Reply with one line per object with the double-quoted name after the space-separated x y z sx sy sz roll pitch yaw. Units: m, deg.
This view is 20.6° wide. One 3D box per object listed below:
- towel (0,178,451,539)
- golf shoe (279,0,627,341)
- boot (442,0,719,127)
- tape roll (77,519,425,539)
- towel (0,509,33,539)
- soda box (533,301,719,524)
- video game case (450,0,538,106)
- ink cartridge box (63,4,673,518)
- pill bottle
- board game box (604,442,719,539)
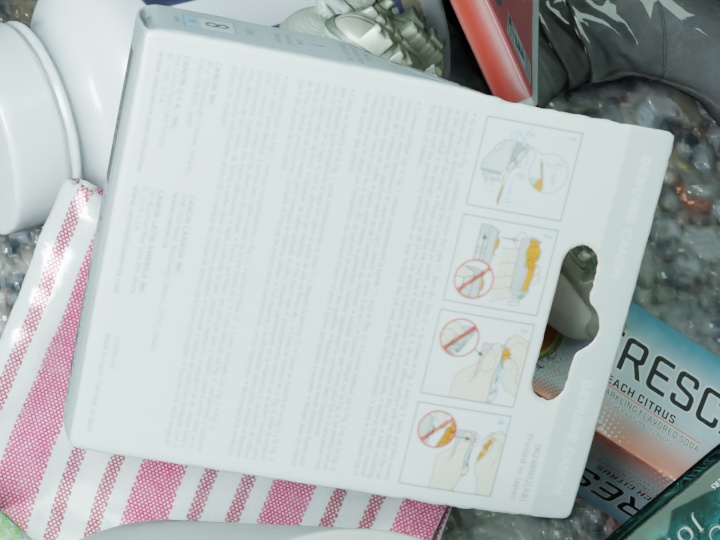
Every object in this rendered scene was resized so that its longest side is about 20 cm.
-0.051 0.063 0.787 0.198 0.030 0.148 20 95 -14 "towel"
0.026 -0.028 0.806 0.200 0.097 0.079 44 19 -25 "golf shoe"
0.124 -0.102 0.956 0.131 0.070 0.201 -30 74 -24 "boot"
-0.039 0.189 0.688 0.201 0.139 0.205 4 83 -34 "tape roll"
-0.154 0.156 0.715 0.200 0.031 0.150 44 59 -22 "towel"
0.119 0.064 0.878 0.199 0.064 0.069 33 61 -8 "soda box"
0.029 -0.179 0.795 0.143 0.017 0.201 -81 149 -56 "video game case"
0.000 0.000 0.739 0.198 0.047 0.162 10 107 -12 "ink cartridge box"
-0.071 -0.082 0.834 0.199 0.111 0.112 -19 77 -27 "pill bottle"
0.132 0.174 0.817 0.199 0.028 0.136 -37 93 -12 "board game box"
